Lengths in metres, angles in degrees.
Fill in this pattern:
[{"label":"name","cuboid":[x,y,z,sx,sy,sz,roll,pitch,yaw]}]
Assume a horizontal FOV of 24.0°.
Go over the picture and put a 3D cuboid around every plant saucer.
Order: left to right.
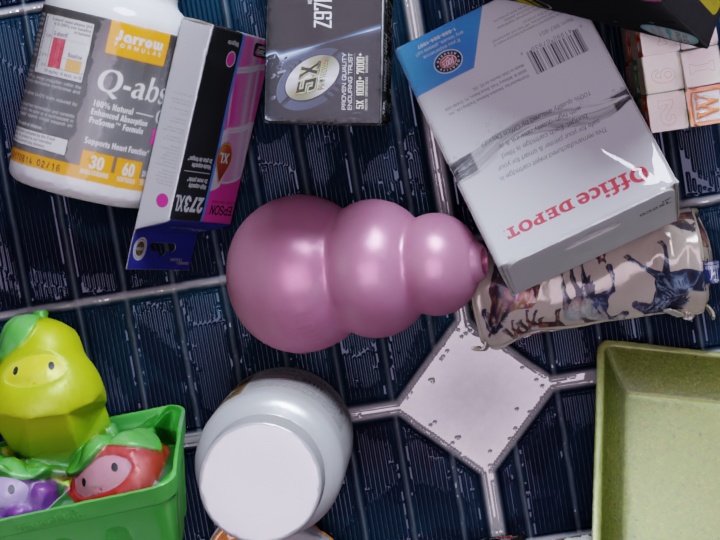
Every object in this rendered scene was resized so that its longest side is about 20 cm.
[{"label":"plant saucer","cuboid":[0.279,0.158,1.324,0.200,0.048,0.200,6,54,2]}]

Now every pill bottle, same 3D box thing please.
[{"label":"pill bottle","cuboid":[-0.198,-0.156,1.323,0.116,0.116,0.200,14,96,1]},{"label":"pill bottle","cuboid":[-0.067,0.143,1.302,0.114,0.200,0.114,0,95,3]}]

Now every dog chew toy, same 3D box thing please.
[{"label":"dog chew toy","cuboid":[0.000,0.000,1.309,0.200,0.125,0.125,-3,95,20]}]

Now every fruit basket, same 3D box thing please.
[{"label":"fruit basket","cuboid":[-0.241,0.142,1.347,0.215,0.156,0.216,-1,113,-1]}]

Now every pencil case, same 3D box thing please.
[{"label":"pencil case","cuboid":[0.180,0.010,1.339,0.200,0.078,0.090,-11,72,3]}]

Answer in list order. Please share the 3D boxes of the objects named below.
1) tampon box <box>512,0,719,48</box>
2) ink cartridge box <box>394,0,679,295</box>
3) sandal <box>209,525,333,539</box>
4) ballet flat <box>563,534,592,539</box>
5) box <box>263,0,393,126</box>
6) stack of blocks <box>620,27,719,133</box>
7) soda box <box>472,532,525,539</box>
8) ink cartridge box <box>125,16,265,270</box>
[{"label":"tampon box","cuboid":[0.153,-0.253,1.187,0.200,0.150,0.126,19,90,31]},{"label":"ink cartridge box","cuboid":[0.135,-0.104,1.293,0.145,0.084,0.200,-25,69,4]},{"label":"sandal","cuboid":[-0.035,0.248,1.355,0.207,0.059,0.079,23,84,20]},{"label":"ballet flat","cuboid":[0.232,0.267,1.363,0.200,0.072,0.072,40,96,-26]},{"label":"box","cuboid":[-0.020,-0.190,1.268,0.086,0.200,0.164,2,96,3]},{"label":"stack of blocks","cuboid":[0.230,-0.208,1.299,0.059,0.115,0.200,-9,94,3]},{"label":"soda box","cuboid":[0.117,0.320,1.379,0.071,0.063,0.200,-9,95,3]},{"label":"ink cartridge box","cuboid":[-0.127,-0.093,1.334,0.037,0.095,0.200,19,97,25]}]
